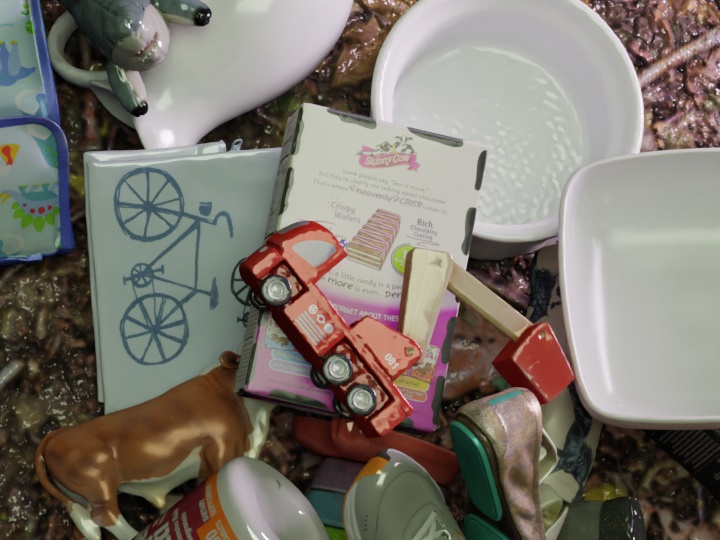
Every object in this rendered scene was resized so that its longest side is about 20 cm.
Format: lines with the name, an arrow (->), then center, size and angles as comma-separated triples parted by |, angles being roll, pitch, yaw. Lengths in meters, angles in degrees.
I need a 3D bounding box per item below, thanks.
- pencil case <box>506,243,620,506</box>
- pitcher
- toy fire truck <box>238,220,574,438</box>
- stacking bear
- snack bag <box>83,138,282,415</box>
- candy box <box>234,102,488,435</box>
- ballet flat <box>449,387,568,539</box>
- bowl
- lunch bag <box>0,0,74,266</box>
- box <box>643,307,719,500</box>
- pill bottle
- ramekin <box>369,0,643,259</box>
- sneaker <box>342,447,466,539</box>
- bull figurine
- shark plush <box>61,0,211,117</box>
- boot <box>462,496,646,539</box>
pencil case -> 0.138, 0.082, 1.772 | 0.078, 0.089, 0.201 | 30, 69, -37
pitcher -> -0.116, -0.180, 1.796 | 0.171, 0.121, 0.200 | 41, 83, 20
toy fire truck -> 0.030, 0.034, 1.633 | 0.141, 0.049, 0.200 | -39, 93, -14
stacking bear -> -0.005, 0.212, 1.699 | 0.113, 0.121, 0.201 | 18, 81, -20
snack bag -> -0.093, 0.000, 1.748 | 0.198, 0.021, 0.190 | -6, 104, -12
candy box -> 0.000, 0.000, 1.686 | 0.135, 0.061, 0.201 | 13, 83, -11
ballet flat -> 0.105, 0.153, 1.638 | 0.067, 0.201, 0.068 | -33, 52, -22
bowl -> 0.234, 0.020, 1.702 | 0.198, 0.075, 0.201 | -2, 67, -1
lunch bag -> -0.297, -0.097, 1.738 | 0.169, 0.127, 0.202 | -8, 88, -13
box -> 0.328, 0.084, 1.786 | 0.182, 0.104, 0.200 | 42, 73, 6
pill bottle -> -0.120, 0.221, 1.634 | 0.200, 0.109, 0.110 | -39, 81, 17
ramekin -> 0.099, -0.105, 1.809 | 0.199, 0.098, 0.202 | 2, 74, -8
sneaker -> 0.062, 0.199, 1.624 | 0.076, 0.092, 0.201 | -45, 126, -25
bull figurine -> -0.123, 0.127, 1.716 | 0.199, 0.065, 0.122 | -20, 72, 0
shark plush -> -0.183, -0.200, 1.734 | 0.091, 0.083, 0.200 | -45, 49, 13
boot -> 0.142, 0.250, 1.731 | 0.130, 0.068, 0.201 | -6, 102, 19
